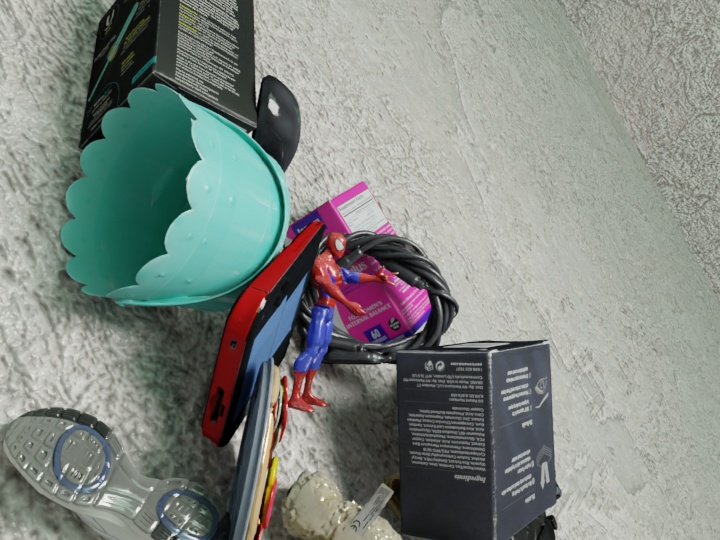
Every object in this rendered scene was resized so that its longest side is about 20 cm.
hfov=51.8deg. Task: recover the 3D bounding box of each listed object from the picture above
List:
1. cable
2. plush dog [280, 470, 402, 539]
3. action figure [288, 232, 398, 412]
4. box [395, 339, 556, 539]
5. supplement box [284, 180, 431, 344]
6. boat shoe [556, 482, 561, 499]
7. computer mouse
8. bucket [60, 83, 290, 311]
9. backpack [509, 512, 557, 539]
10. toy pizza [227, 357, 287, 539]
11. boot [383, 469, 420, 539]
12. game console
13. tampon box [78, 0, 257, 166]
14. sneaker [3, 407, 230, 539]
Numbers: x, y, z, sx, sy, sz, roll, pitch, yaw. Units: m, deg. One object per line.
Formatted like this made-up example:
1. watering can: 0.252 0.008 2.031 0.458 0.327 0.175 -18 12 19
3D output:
1. cable: 0.019 0.034 0.894 0.051 0.199 0.164 -25 115 -86
2. plush dog: 0.010 0.315 0.756 0.172 0.160 0.201 60 26 -53
3. action figure: -0.019 0.059 0.836 0.065 0.098 0.201 3 93 -74
4. box: 0.136 0.184 0.843 0.196 0.117 0.201 4 83 -58
5. supplement box: 0.000 0.000 0.976 0.201 0.101 0.103 58 34 -3
6. boat shoe: 0.239 0.293 1.098 0.200 0.071 0.091 22 46 -45
7. computer mouse: -0.102 -0.141 0.863 0.052 0.200 0.139 9 57 -11
8. bucket: -0.175 -0.059 0.719 0.135 0.207 0.208 21 51 -49
9. backpack: 0.159 0.378 0.893 0.200 0.153 0.164 -28 106 -67
10. toy pizza: -0.092 0.179 0.666 0.032 0.201 0.201 12 51 -9
11. boot: 0.080 0.225 0.944 0.155 0.073 0.201 -14 86 -57
12. game console: -0.094 0.065 0.748 0.031 0.201 0.177 27 36 9
13. tampon box: -0.209 -0.223 0.824 0.126 0.150 0.201 24 49 -39
14. sneaker: -0.208 0.190 0.611 0.200 0.087 0.075 36 41 -4
